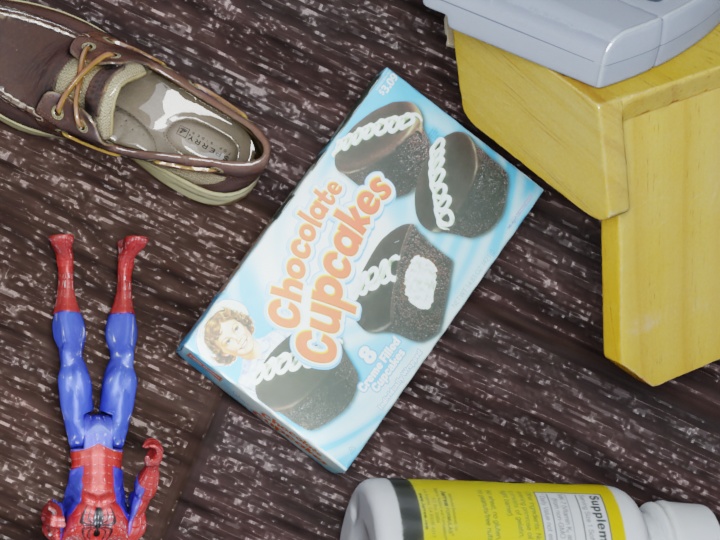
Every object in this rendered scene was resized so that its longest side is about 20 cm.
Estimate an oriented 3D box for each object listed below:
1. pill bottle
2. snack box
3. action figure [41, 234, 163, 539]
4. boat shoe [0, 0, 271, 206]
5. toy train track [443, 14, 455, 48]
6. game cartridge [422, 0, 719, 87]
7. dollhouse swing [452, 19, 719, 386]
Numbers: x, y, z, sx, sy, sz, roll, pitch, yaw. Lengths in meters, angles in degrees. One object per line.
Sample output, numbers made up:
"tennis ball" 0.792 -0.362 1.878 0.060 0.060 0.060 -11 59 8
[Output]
"pill bottle" 0.094 0.174 1.573 0.198 0.114 0.115 3 82 -13
"snack box" 0.000 0.000 1.613 0.116 0.037 0.201 37 77 -6
"action figure" -0.140 0.079 1.543 0.065 0.099 0.202 1 85 -11
"boat shoe" -0.140 -0.099 1.575 0.199 0.072 0.073 28 77 -8
"toy train track" 0.087 -0.171 1.656 0.114 0.032 0.202 5 73 -30
"game cartridge" 0.139 -0.168 1.585 0.133 0.041 0.200 27 39 19
"dollhouse swing" 0.165 -0.067 1.628 0.199 0.177 0.182 -20 43 -33
